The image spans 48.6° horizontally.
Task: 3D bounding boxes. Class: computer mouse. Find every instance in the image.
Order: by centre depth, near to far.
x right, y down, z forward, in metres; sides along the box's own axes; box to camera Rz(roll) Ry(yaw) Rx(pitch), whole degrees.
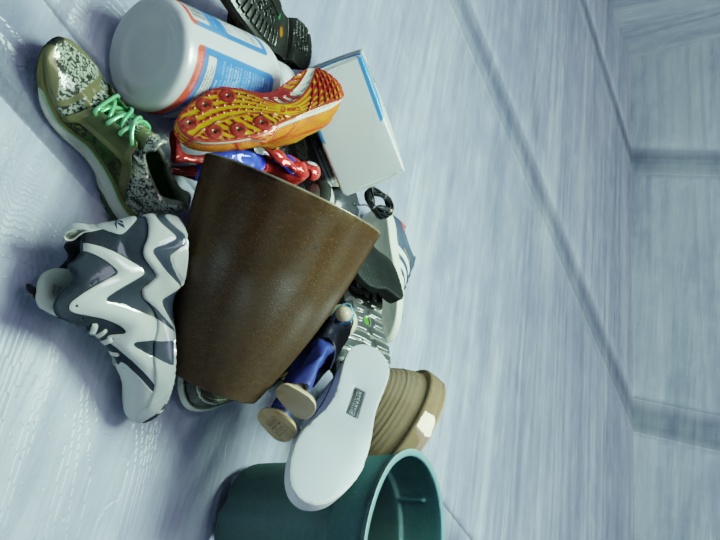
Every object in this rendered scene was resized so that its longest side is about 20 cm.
[{"bbox_3d":[0.003,-0.086,1.070,0.200,0.034,0.059,-14,95,-61],"label":"computer mouse"}]

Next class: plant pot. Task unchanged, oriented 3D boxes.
[{"bbox_3d":[-0.104,0.018,0.774,0.187,0.186,0.201,26,87,-55],"label":"plant pot"},{"bbox_3d":[-0.037,0.287,0.849,0.200,0.195,0.202,10,78,-62],"label":"plant pot"},{"bbox_3d":[0.009,0.191,1.001,0.093,0.201,0.201,40,43,-10],"label":"plant pot"}]

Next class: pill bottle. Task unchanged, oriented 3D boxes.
[{"bbox_3d":[-0.154,-0.205,0.844,0.199,0.111,0.113,5,79,-59],"label":"pill bottle"}]

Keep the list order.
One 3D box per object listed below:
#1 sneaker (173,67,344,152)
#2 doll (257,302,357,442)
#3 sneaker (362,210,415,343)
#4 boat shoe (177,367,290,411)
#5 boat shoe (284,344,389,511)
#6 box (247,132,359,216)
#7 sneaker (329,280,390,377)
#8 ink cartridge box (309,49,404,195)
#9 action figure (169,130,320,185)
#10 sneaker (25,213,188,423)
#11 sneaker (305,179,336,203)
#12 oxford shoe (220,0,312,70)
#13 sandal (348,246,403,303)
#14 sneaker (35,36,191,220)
[{"bbox_3d":[-0.098,-0.146,0.806,0.199,0.077,0.073,-21,67,-38],"label":"sneaker"},{"bbox_3d":[-0.050,0.094,0.850,0.048,0.137,0.200,36,32,-3],"label":"doll"},{"bbox_3d":[0.048,0.011,1.181,0.084,0.074,0.202,19,67,-52],"label":"sneaker"},{"bbox_3d":[-0.121,0.102,0.886,0.201,0.060,0.073,-22,102,-59],"label":"boat shoe"},{"bbox_3d":[-0.029,0.165,0.813,0.071,0.070,0.201,29,44,-6],"label":"boat shoe"},{"bbox_3d":[-0.077,-0.098,1.016,0.201,0.048,0.159,67,33,-25],"label":"box"},{"bbox_3d":[-0.023,0.105,0.991,0.075,0.115,0.201,30,38,-22],"label":"sneaker"},{"bbox_3d":[-0.010,-0.194,1.007,0.200,0.085,0.147,-85,154,-72],"label":"ink cartridge box"},{"bbox_3d":[-0.124,-0.118,0.870,0.199,0.065,0.052,6,66,-41],"label":"action figure"},{"bbox_3d":[-0.230,0.045,0.707,0.129,0.080,0.201,2,117,-27],"label":"sneaker"},{"bbox_3d":[-0.101,-0.035,0.893,0.079,0.074,0.200,50,65,-23],"label":"sneaker"},{"bbox_3d":[-0.129,-0.287,0.927,0.200,0.084,0.073,41,57,-69],"label":"oxford shoe"},{"bbox_3d":[0.000,0.001,0.954,0.200,0.048,0.076,42,31,-62],"label":"sandal"},{"bbox_3d":[-0.217,-0.128,0.741,0.201,0.088,0.077,63,36,-29],"label":"sneaker"}]
